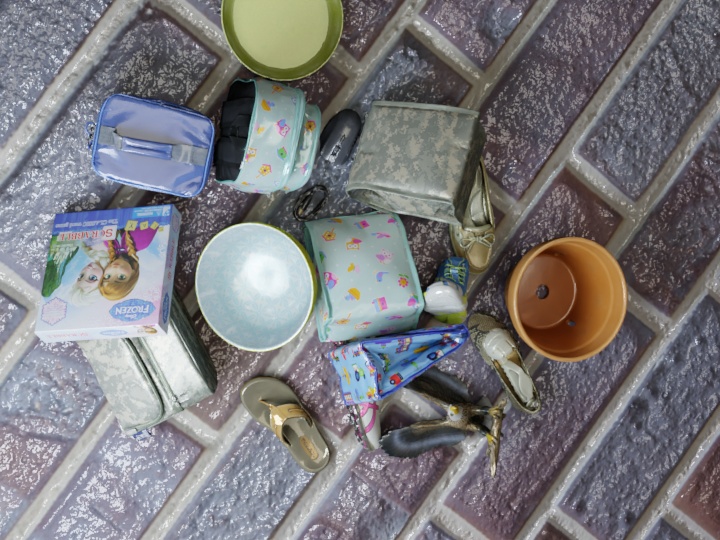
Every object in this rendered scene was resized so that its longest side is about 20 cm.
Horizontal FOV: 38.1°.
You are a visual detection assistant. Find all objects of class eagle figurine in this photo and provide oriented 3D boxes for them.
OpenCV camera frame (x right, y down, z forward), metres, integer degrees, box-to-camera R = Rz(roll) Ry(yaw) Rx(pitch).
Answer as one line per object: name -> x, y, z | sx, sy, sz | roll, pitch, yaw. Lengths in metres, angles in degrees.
eagle figurine -> 0.142, 0.240, 1.739 | 0.196, 0.153, 0.153 | 8, 132, 13

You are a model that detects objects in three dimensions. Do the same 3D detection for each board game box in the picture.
board game box -> -0.376, 0.003, 1.563 | 0.196, 0.041, 0.203 | -5, 63, 11

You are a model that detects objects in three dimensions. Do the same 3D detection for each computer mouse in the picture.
computer mouse -> -0.054, -0.171, 1.702 | 0.058, 0.034, 0.203 | 24, 90, -13

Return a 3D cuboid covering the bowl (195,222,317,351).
bowl -> -0.150, 0.018, 1.647 | 0.197, 0.108, 0.204 | 3, 100, 16

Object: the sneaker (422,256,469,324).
sneaker -> 0.139, 0.020, 1.689 | 0.074, 0.200, 0.107 | 4, 77, 7

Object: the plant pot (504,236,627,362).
plant pot -> 0.326, 0.041, 1.744 | 0.196, 0.140, 0.204 | -1, 95, -12

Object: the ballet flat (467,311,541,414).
ballet flat -> 0.254, 0.158, 1.771 | 0.067, 0.075, 0.202 | -32, 100, -6

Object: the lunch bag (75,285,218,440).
lunch bag -> -0.332, 0.141, 1.621 | 0.166, 0.139, 0.202 | -26, 101, 2

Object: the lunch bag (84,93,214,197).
lunch bag -> -0.322, -0.193, 1.594 | 0.197, 0.132, 0.138 | 10, 92, -13

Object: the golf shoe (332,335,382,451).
golf shoe -> 0.015, 0.198, 1.726 | 0.091, 0.073, 0.204 | -12, 97, -12

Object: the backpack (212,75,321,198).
backpack -> -0.143, -0.203, 1.596 | 0.151, 0.200, 0.179 | 13, 91, -13

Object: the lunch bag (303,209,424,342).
lunch bag -> 0.000, 0.000, 1.681 | 0.167, 0.122, 0.203 | -8, 63, -10

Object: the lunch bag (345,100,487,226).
lunch bag -> 0.085, -0.177, 1.674 | 0.197, 0.118, 0.167 | 13, 76, 18

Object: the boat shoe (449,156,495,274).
boat shoe -> 0.190, -0.094, 1.744 | 0.072, 0.063, 0.205 | -3, 95, -11

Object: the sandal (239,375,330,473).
sandal -> -0.117, 0.254, 1.712 | 0.080, 0.054, 0.201 | -39, 101, -6

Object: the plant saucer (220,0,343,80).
plant saucer -> -0.126, -0.406, 1.670 | 0.196, 0.031, 0.204 | -1, 94, -12

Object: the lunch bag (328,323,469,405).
lunch bag -> 0.072, 0.133, 1.642 | 0.197, 0.150, 0.096 | -18, 87, -24
